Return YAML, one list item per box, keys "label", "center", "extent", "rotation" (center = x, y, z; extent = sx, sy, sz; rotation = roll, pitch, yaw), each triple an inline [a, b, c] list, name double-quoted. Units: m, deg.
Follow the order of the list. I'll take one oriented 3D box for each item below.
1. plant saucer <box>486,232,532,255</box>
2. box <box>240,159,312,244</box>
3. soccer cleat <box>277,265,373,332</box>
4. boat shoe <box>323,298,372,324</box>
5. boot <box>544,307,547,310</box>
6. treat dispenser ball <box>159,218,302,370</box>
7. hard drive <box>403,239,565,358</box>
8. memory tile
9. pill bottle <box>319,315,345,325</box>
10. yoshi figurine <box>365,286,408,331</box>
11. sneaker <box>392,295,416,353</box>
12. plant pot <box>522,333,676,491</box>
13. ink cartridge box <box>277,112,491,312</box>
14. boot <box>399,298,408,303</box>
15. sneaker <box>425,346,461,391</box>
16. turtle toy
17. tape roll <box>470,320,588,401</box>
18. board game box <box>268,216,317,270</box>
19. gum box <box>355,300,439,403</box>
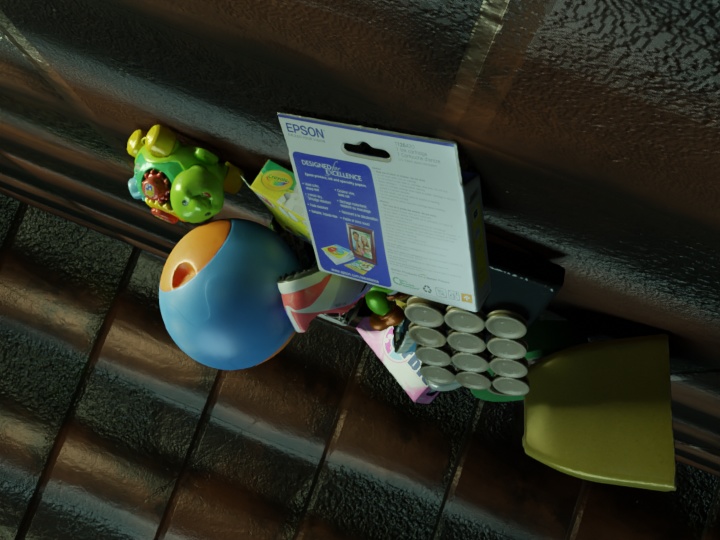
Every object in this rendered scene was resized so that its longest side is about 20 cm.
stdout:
- label: "plant saucer"
  center: [0.086, -0.033, 0.995]
  extent: [0.196, 0.037, 0.200]
  rotation: [23, 172, -8]
- label: "box"
  center: [-0.052, -0.063, 0.983]
  extent: [0.198, 0.049, 0.118]
  rotation: [28, 168, 25]
- label: "soccer cleat"
  center: [-0.022, 0.021, 1.054]
  extent: [0.198, 0.075, 0.067]
  rotation: [-18, -172, -42]
- label: "boat shoe"
  center: [-0.027, 0.045, 1.318]
  extent: [0.198, 0.075, 0.074]
  rotation: [-3, -135, -51]
- label: "boot"
  center: [0.191, 0.043, 1.108]
  extent: [0.144, 0.072, 0.198]
  rotation: [-8, 180, 36]
- label: "treat dispenser ball"
  center: [-0.172, 0.031, 1.083]
  extent: [0.197, 0.204, 0.201]
  rotation: [20, 172, 3]
- label: "hard drive"
  center: [0.140, 0.036, 0.953]
  extent: [0.137, 0.033, 0.201]
  rotation: [19, 148, -2]
- label: "memory tile"
  center: [0.136, 0.097, 1.002]
  extent: [0.150, 0.017, 0.201]
  rotation: [6, 147, 17]
- label: "pill bottle"
  center: [-0.096, 0.015, 1.477]
  extent: [0.196, 0.116, 0.114]
  rotation: [20, 172, 9]
- label: "yoshi figurine"
  center: [-0.011, -0.001, 1.181]
  extent: [0.201, 0.112, 0.112]
  rotation: [51, 176, -38]
- label: "sneaker"
  center: [0.120, 0.065, 1.261]
  extent: [0.088, 0.080, 0.201]
  rotation: [8, 145, -17]
- label: "plant pot"
  center: [0.331, 0.205, 1.130]
  extent: [0.196, 0.200, 0.194]
  rotation: [-3, 164, 17]
- label: "ink cartridge box"
  center: [0.027, -0.064, 0.788]
  extent: [0.195, 0.047, 0.203]
  rotation: [16, 135, 29]
- label: "boot"
  center: [0.105, 0.046, 1.361]
  extent: [0.197, 0.067, 0.175]
  rotation: [22, 159, -7]
- label: "sneaker"
  center: [0.195, 0.135, 1.338]
  extent: [0.071, 0.198, 0.080]
  rotation: [61, 176, 17]
- label: "turtle toy"
  center: [-0.233, -0.114, 1.053]
  extent: [0.144, 0.103, 0.199]
  rotation: [26, 170, -32]
- label: "tape roll"
  center: [0.264, 0.145, 1.258]
  extent: [0.196, 0.049, 0.202]
  rotation: [-8, 149, -5]
- label: "board game box"
  center: [-0.103, -0.022, 1.158]
  extent: [0.106, 0.023, 0.200]
  rotation: [58, 152, 10]
- label: "gum box"
  center: [0.095, 0.136, 1.459]
  extent: [0.201, 0.114, 0.066]
  rotation: [49, -163, 30]
